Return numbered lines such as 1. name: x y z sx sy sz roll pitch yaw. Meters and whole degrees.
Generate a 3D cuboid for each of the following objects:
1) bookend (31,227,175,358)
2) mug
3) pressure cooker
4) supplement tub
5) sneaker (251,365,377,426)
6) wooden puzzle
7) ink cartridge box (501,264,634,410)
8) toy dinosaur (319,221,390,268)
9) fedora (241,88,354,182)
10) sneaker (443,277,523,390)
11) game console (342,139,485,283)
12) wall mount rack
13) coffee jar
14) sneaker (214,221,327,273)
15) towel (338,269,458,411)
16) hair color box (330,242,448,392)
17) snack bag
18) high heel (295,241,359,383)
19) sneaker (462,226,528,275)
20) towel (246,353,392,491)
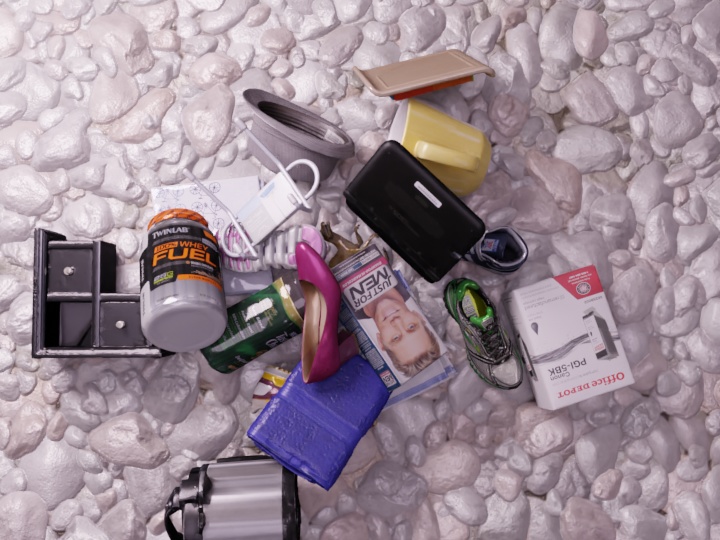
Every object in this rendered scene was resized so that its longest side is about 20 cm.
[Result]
1. bookend: -0.398 0.037 1.160 0.199 0.092 0.200 1 87 0
2. mug: 0.124 -0.175 1.178 0.153 0.150 0.187 15 42 -9
3. pressure cooker: -0.189 0.370 1.098 0.199 0.179 0.177 -4 87 -3
4. supplement tub: -0.267 0.010 1.105 0.122 0.123 0.200 -13 52 -4
5. sneaker: -0.075 0.225 1.172 0.199 0.075 0.090 21 81 9
6. wooden puzzle: 0.097 -0.314 1.191 0.199 0.185 0.037 -10 116 -5
7. ink cartridge box: 0.333 0.109 1.192 0.146 0.083 0.201 -18 85 -5
8. toy dinosaur: 0.000 0.000 1.215 0.101 0.058 0.201 -22 100 6
9. fedora: -0.111 -0.205 1.186 0.199 0.177 0.090 23 113 -11
10. sneaker: 0.197 0.104 1.187 0.078 0.085 0.200 -31 87 -5
11. game console: 0.079 -0.086 1.149 0.200 0.116 0.176 43 117 2
12. wall mount rack: -0.167 -0.119 1.111 0.200 0.075 0.174 -40 70 14
13. coffee jar: -0.151 0.080 1.155 0.200 0.104 0.085 -29 71 2
14. sneaker: -0.138 -0.032 1.178 0.199 0.088 0.081 2 87 19
15. towel: 0.048 0.114 1.188 0.147 0.024 0.200 -28 92 10
16. hair color box: 0.032 0.070 1.115 0.100 0.061 0.200 -32 84 -26
17. snack bag: -0.244 -0.050 1.218 0.188 0.021 0.201 -6 84 -3
18. high heel: -0.072 0.063 1.064 0.096 0.067 0.201 -31 107 -28
19. sneaker: 0.173 -0.044 1.189 0.199 0.109 0.070 14 83 -1
20. towel: -0.056 0.210 1.107 0.147 0.050 0.200 34 65 7
